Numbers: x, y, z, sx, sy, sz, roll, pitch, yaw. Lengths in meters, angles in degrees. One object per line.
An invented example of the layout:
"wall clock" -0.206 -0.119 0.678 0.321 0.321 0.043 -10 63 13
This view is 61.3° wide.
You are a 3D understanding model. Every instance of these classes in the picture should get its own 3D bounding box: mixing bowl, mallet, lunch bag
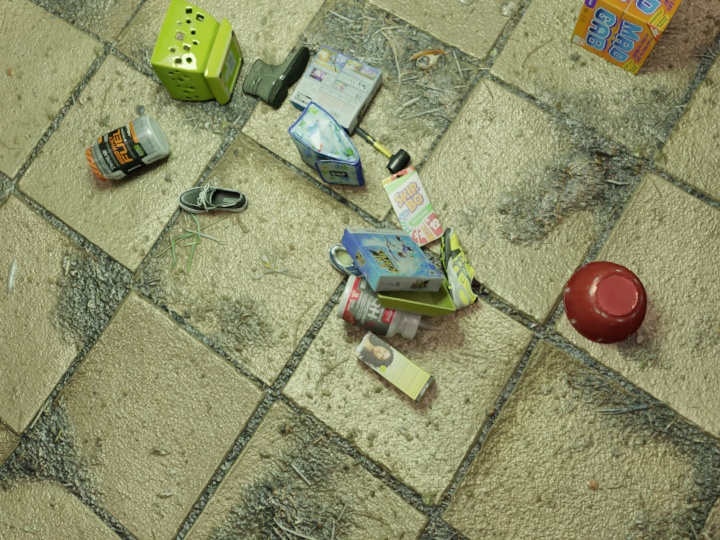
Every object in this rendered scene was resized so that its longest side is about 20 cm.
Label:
"mixing bowl" 0.588 0.067 1.431 0.195 0.108 0.205 -1 79 7
"mallet" 0.052 -0.342 1.622 0.066 0.041 0.201 -41 73 -1
"lunch bag" -0.073 -0.304 1.559 0.199 0.170 0.128 37 85 11

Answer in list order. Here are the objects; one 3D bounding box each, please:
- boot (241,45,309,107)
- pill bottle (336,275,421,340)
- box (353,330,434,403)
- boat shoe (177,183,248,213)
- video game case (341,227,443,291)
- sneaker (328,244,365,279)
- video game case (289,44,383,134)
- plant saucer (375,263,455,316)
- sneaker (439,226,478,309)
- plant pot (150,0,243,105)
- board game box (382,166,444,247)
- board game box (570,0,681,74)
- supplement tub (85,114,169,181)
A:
"boot" -0.240 -0.562 1.690 0.129 0.068 0.202 31 83 18
"pill bottle" 0.048 0.096 1.488 0.196 0.111 0.113 20 81 2
"box" 0.082 0.235 1.492 0.198 0.050 0.076 34 85 12
"boat shoe" -0.403 -0.193 1.632 0.194 0.068 0.075 8 79 9
"video game case" 0.073 -0.028 1.433 0.178 0.046 0.201 1 35 -30
"sneaker" 0.000 0.000 1.536 0.197 0.077 0.077 28 81 9
"video game case" -0.065 -0.492 1.653 0.198 0.045 0.184 29 84 17
"plant saucer" 0.109 0.039 1.456 0.196 0.201 0.049 12 121 -16
"sneaker" 0.244 -0.008 1.515 0.074 0.075 0.205 -7 88 -2
"plant pot" -0.431 -0.580 1.653 0.177 0.200 0.203 15 80 4
"board game box" 0.134 -0.162 1.566 0.094 0.030 0.204 -24 82 2
"board game box" 0.679 -0.665 1.519 0.198 0.200 0.202 32 84 12
"supplement tub" -0.636 -0.330 1.662 0.197 0.123 0.125 -26 76 2
